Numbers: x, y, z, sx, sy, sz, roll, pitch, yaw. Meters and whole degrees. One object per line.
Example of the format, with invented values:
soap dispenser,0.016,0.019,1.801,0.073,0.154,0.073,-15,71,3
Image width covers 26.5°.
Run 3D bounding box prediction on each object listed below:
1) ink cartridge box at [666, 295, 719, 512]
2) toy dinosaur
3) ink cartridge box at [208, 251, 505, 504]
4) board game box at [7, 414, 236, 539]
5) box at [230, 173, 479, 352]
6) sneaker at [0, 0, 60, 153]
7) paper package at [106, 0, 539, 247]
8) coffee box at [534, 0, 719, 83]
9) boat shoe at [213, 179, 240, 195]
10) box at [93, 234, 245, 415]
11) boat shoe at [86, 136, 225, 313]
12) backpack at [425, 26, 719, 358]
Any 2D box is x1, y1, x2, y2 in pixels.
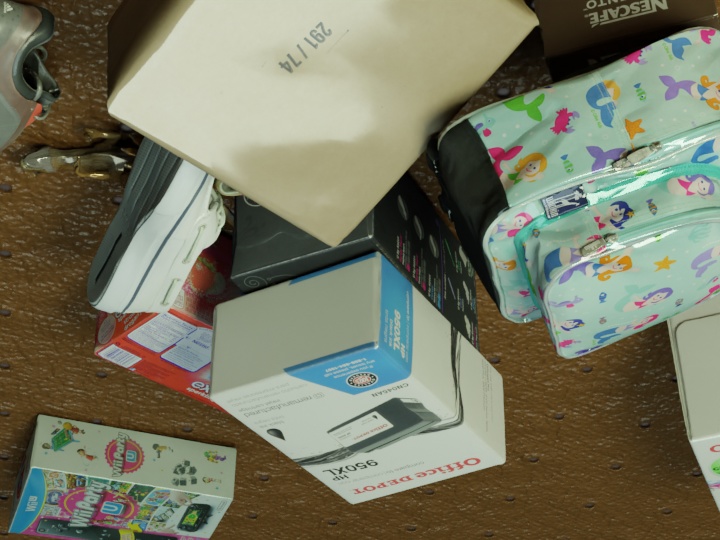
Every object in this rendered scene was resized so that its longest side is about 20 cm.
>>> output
ink cartridge box,0.362,0.116,1.319,0.146,0.146,0.200,-14,142,17
toy dinosaur,-0.149,-0.071,1.139,0.199,0.061,0.106,20,153,-11
ink cartridge box,0.003,0.087,1.141,0.144,0.084,0.200,-18,141,25
board game box,-0.240,0.219,1.528,0.199,0.064,0.148,12,143,-15
box,0.000,0.000,1.184,0.122,0.106,0.200,-16,142,21
sneaker,-0.251,-0.109,1.059,0.082,0.077,0.200,4,145,-18
paper package,-0.029,-0.146,0.922,0.190,0.104,0.200,31,114,-27
coffee box,0.193,-0.121,1.039,0.114,0.080,0.200,-13,143,14
boat shoe,-0.035,-0.118,1.051,0.075,0.069,0.200,24,138,-31
box,-0.109,0.047,1.258,0.200,0.096,0.100,28,136,-35
boat shoe,-0.129,-0.043,1.072,0.067,0.074,0.200,10,139,-28
backpack,0.161,-0.050,0.931,0.200,0.151,0.178,-28,155,-2
